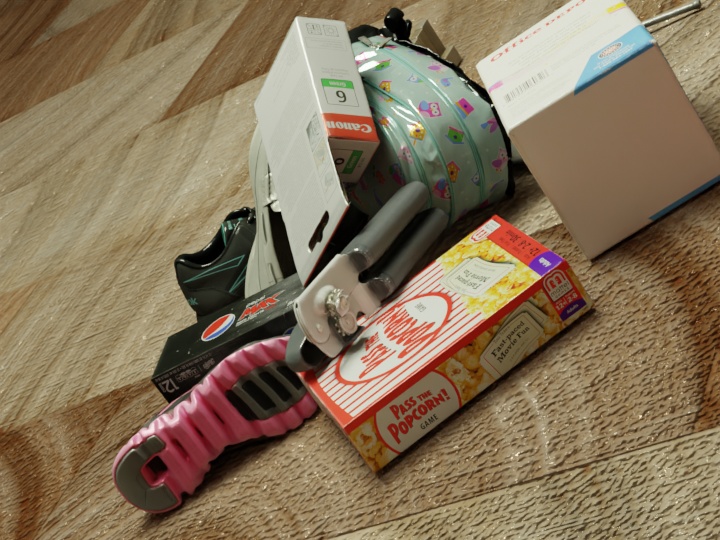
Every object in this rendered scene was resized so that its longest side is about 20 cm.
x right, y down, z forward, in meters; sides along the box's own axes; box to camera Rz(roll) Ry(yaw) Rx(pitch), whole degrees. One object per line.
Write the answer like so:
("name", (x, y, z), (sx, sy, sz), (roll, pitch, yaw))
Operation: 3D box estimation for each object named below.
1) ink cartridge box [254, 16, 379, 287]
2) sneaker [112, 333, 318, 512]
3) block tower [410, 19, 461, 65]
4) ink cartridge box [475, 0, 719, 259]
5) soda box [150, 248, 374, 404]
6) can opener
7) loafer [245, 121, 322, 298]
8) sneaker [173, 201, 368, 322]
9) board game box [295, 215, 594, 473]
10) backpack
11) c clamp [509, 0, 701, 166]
("ink cartridge box", (-0.030, -0.097, 1.634), (0.109, 0.050, 0.201), (121, 143, -45))
("sneaker", (-0.109, 0.109, 1.592), (0.199, 0.079, 0.095), (-32, 10, 5))
("block tower", (0.005, -0.196, 2.072), (0.199, 0.058, 0.054), (-18, 27, 36))
("ink cartridge box", (0.182, -0.124, 1.552), (0.128, 0.126, 0.200), (-31, 21, 9))
("soda box", (-0.071, 0.056, 1.642), (0.199, 0.063, 0.071), (-26, 23, 22))
("can opener", (0.000, 0.000, 1.543), (0.066, 0.053, 0.200), (-21, 19, 44))
("loafer", (-0.059, -0.056, 1.736), (0.070, 0.202, 0.070), (4, -5, -34))
("sneaker", (-0.077, -0.027, 1.807), (0.199, 0.079, 0.075), (-35, 20, -5))
("board game box", (0.058, 0.051, 1.480), (0.200, 0.046, 0.151), (-37, 20, -5))
("backpack", (0.044, -0.109, 1.702), (0.126, 0.168, 0.200), (-31, 35, -16))
("c clamp", (0.200, -0.163, 1.745), (0.170, 0.027, 0.200), (-21, 25, 34))
